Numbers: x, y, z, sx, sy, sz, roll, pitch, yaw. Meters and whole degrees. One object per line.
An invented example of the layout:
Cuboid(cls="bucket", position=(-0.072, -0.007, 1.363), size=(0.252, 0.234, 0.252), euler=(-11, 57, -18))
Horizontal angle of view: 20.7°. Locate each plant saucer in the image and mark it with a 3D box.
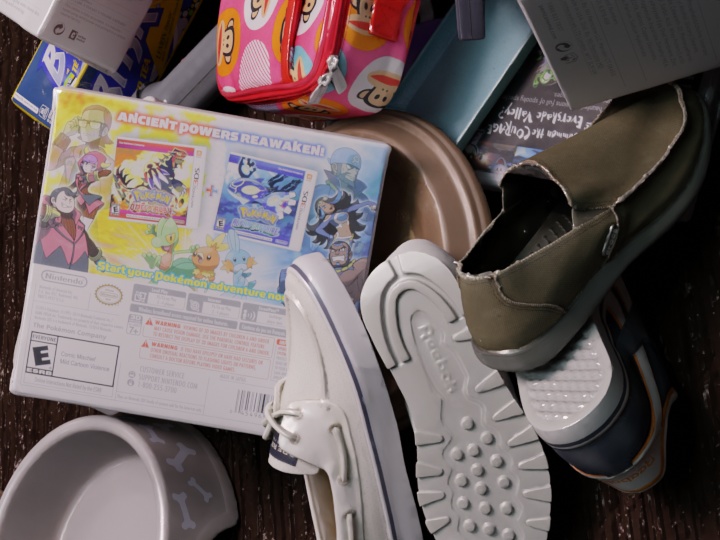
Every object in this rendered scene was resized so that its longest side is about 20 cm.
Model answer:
Cuboid(cls="plant saucer", position=(0.000, 0.000, 1.206), size=(0.199, 0.029, 0.201), euler=(-3, 86, 44))
Cuboid(cls="plant saucer", position=(0.091, -0.162, 1.192), size=(0.200, 0.019, 0.070), euler=(-56, 47, 11))

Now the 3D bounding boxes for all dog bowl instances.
Cuboid(cls="dog bowl", position=(-0.171, 0.187, 1.297), size=(0.199, 0.059, 0.201), euler=(-16, 64, 36))

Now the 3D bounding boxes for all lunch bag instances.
Cuboid(cls="lunch bag", position=(-0.011, -0.192, 1.200), size=(0.176, 0.082, 0.201), euler=(2, 81, 60))

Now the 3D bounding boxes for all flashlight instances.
Cuboid(cls="flashlight", position=(-0.093, -0.152, 1.357), size=(0.200, 0.068, 0.068), euler=(-42, 55, 28))

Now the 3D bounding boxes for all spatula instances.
Cuboid(cls="spatula", position=(0.041, -0.200, 1.280), size=(0.056, 0.021, 0.201), euler=(-9, 68, 41))

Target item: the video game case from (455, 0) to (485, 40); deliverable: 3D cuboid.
Cuboid(cls="video game case", position=(0.061, -0.244, 1.154), size=(0.019, 0.143, 0.200), euler=(-3, 33, 6))

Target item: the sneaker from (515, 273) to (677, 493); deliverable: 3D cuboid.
Cuboid(cls="sneaker", position=(0.122, 0.044, 1.084), size=(0.078, 0.079, 0.200), euler=(-32, 31, 21))

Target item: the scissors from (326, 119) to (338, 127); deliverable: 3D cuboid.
Cuboid(cls="scissors", position=(-0.007, -0.066, 1.280), size=(0.073, 0.014, 0.201), euler=(-11, 66, 41))

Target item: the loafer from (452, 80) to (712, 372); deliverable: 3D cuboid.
Cuboid(cls="loafer", position=(0.119, -0.037, 1.048), size=(0.075, 0.070, 0.200), euler=(9, 53, 46))

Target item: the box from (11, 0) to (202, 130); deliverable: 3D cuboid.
Cuboid(cls="box", position=(-0.169, -0.188, 1.428), size=(0.064, 0.070, 0.201), euler=(34, 97, 43))

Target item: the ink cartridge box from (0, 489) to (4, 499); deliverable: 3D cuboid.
Cuboid(cls="ink cartridge box", position=(-0.383, 0.154, 1.400), size=(0.164, 0.200, 0.075), euler=(15, 84, 44))

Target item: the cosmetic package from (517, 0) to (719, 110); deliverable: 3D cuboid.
Cuboid(cls="cosmetic package", position=(0.176, -0.221, 1.055), size=(0.199, 0.123, 0.200), euler=(-16, 60, 14))

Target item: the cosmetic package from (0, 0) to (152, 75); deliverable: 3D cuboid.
Cuboid(cls="cosmetic package", position=(-0.179, -0.254, 1.359), size=(0.113, 0.081, 0.201), euler=(36, 97, 41))

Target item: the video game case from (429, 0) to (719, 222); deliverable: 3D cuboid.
Cuboid(cls="video game case", position=(0.135, -0.129, 1.169), size=(0.199, 0.023, 0.183), euler=(12, 82, 43))

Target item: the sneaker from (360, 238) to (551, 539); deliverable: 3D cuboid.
Cuboid(cls="sneaker", position=(0.061, 0.079, 1.105), size=(0.076, 0.081, 0.201), euler=(-15, 95, 9))

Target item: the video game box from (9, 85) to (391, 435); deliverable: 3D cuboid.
Cuboid(cls="video game box", position=(-0.095, -0.003, 1.161), size=(0.047, 0.199, 0.183), euler=(-102, 23, -81))

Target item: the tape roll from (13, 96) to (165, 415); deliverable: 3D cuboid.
Cuboid(cls="tape roll", position=(-0.152, -0.010, 1.285), size=(0.203, 0.071, 0.203), euler=(-55, 18, 29))

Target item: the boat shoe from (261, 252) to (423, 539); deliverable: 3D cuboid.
Cuboid(cls="boat shoe", position=(-0.021, 0.090, 1.117), size=(0.071, 0.070, 0.201), euler=(-140, 33, -64))
